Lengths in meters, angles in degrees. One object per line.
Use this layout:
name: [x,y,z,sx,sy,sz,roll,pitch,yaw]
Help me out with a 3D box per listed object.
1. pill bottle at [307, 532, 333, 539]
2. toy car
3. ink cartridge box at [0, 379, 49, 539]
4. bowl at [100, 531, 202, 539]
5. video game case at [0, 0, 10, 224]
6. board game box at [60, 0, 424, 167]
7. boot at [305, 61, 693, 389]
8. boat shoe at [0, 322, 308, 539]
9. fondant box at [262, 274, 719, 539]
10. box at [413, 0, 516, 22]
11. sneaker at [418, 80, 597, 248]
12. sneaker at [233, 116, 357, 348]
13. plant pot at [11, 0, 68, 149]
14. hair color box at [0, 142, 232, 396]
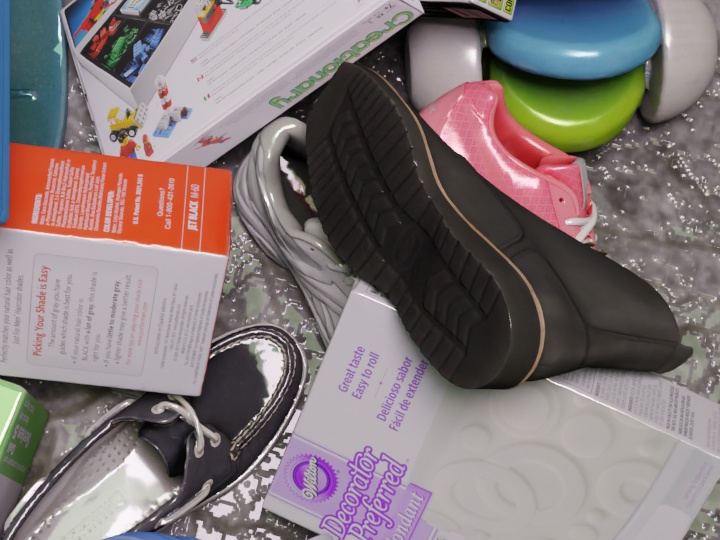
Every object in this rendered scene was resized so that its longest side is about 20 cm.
pill bottle: [-0.007,0.238,0.753,0.111,0.111,0.200,-26,79,-9]
toy car: [0.111,-0.170,0.840,0.175,0.150,0.200,-3,76,-4]
ink cartridge box: [-0.267,0.138,0.779,0.145,0.084,0.200,18,76,1]
bowl: [-0.086,0.223,0.721,0.039,0.201,0.201,-3,73,-38]
video game case: [-0.250,-0.073,0.675,0.200,0.018,0.143,-9,70,12]
board game box: [-0.071,-0.140,0.818,0.200,0.035,0.126,-31,65,27]
boot: [0.065,-0.018,0.760,0.138,0.077,0.200,4,46,-39]
boat shoe: [-0.110,0.098,0.809,0.200,0.060,0.074,-37,81,-11]
fondant box: [0.067,0.097,0.779,0.200,0.058,0.144,25,118,4]
box: [0.009,-0.196,0.826,0.200,0.035,0.110,12,89,44]
sneaker: [0.098,-0.016,0.811,0.087,0.074,0.200,-39,98,27]
sneaker: [0.000,0.000,0.818,0.078,0.099,0.200,-41,81,-11]
plant pot: [-0.276,-0.130,0.799,0.196,0.200,0.200,-4,76,4]
hair color box: [-0.169,-0.004,0.745,0.200,0.111,0.064,6,47,-10]
